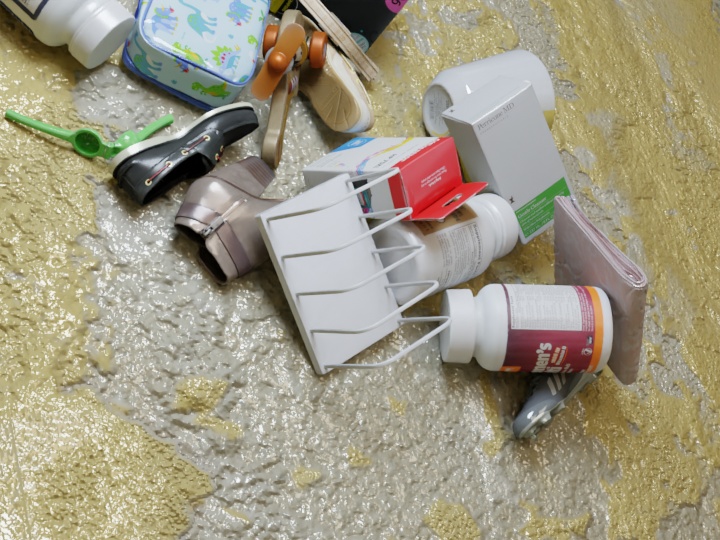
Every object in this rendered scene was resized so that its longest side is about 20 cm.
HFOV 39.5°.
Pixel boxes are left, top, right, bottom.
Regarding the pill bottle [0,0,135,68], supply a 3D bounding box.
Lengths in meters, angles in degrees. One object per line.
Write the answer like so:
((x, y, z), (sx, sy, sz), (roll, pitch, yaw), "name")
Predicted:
((-0.361, -0.333, 1.160), (0.200, 0.111, 0.111), (44, 49, -4), "pill bottle")

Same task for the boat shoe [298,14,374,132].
((-0.045, -0.261, 1.360), (0.069, 0.074, 0.200), (10, 47, -56), "boat shoe")

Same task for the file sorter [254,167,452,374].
((0.000, 0.000, 1.140), (0.139, 0.124, 0.200), (-29, 105, -35), "file sorter")

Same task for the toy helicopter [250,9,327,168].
((-0.097, -0.228, 1.254), (0.079, 0.132, 0.200), (9, 86, 3), "toy helicopter")

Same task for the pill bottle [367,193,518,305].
((0.107, -0.036, 1.288), (0.200, 0.114, 0.114), (-20, 75, -39), "pill bottle")

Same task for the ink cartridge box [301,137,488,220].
((0.042, -0.115, 1.237), (0.116, 0.200, 0.067), (-37, 121, -42), "ink cartridge box")

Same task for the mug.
((0.181, -0.221, 1.434), (0.153, 0.149, 0.187), (-12, 63, -29), "mug")

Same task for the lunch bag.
((-0.206, -0.310, 1.267), (0.161, 0.082, 0.200), (23, 53, -22), "lunch bag")

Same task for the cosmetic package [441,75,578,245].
((0.204, -0.150, 1.363), (0.108, 0.085, 0.200), (-36, 121, -11), "cosmetic package")

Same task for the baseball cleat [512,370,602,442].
((0.236, 0.144, 1.310), (0.106, 0.070, 0.200), (45, 42, 16), "baseball cleat")

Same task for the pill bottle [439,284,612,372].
((0.203, 0.072, 1.255), (0.200, 0.110, 0.110), (1, 60, -4), "pill bottle")

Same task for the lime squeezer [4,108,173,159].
((-0.297, -0.159, 1.148), (0.200, 0.038, 0.071), (-5, 66, -34), "lime squeezer")

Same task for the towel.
((0.311, 0.024, 1.310), (0.032, 0.200, 0.191), (-22, 47, -9), "towel")

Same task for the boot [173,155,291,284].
((-0.119, -0.037, 1.182), (0.200, 0.070, 0.146), (43, 56, -7), "boot")

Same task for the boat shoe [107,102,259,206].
((-0.195, -0.137, 1.178), (0.201, 0.074, 0.063), (-33, 79, -35), "boat shoe")

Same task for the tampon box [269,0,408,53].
((-0.040, -0.421, 1.397), (0.200, 0.150, 0.126), (26, 51, -18), "tampon box")

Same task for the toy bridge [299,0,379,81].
((-0.035, -0.326, 1.358), (0.200, 0.027, 0.067), (44, 8, -35), "toy bridge")
